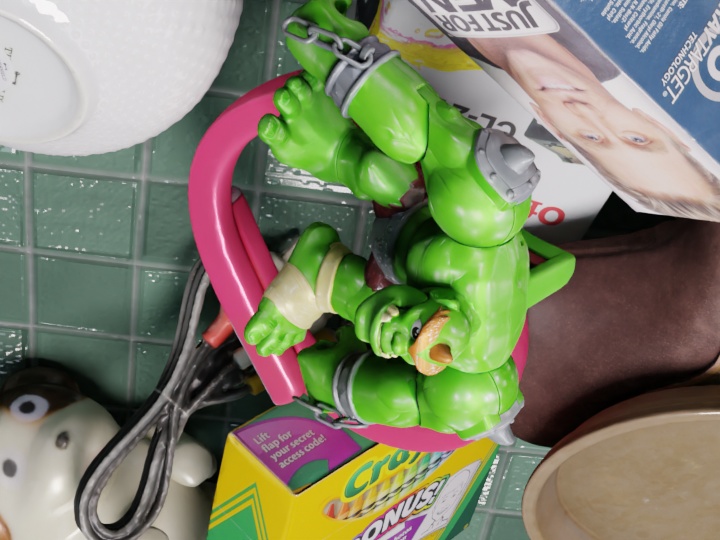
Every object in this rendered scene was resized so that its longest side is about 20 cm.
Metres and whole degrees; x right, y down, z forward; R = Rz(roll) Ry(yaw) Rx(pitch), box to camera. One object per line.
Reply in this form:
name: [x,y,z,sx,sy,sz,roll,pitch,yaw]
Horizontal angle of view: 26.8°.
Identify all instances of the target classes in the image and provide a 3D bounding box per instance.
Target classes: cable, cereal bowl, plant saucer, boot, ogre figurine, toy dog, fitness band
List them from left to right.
cereal bowl: [-0.154,-0.118,0.673,0.197,0.084,0.201,9,147,6]
toy dog: [-0.156,0.145,0.928,0.193,0.140,0.200,7,148,47]
cable: [-0.089,0.062,0.830,0.050,0.200,0.098,12,143,57]
fitness band: [0.000,0.000,0.715,0.142,0.038,0.202,-14,113,29]
ogre figurine: [0.019,-0.007,0.628,0.119,0.098,0.203,23,111,31]
boot: [0.097,0.010,0.719,0.164,0.073,0.201,17,131,-1]
plant saucer: [0.179,0.115,0.747,0.197,0.030,0.201,5,143,4]

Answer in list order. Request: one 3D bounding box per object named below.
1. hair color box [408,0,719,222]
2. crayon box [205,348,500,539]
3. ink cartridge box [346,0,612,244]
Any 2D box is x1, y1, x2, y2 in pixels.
hair color box: [0.089,-0.099,0.589,0.199,0.100,0.061,38,80,-24]
crayon box: [0.002,0.122,0.856,0.058,0.199,0.174,40,137,25]
ink cartridge box: [0.078,-0.121,0.702,0.144,0.083,0.201,16,130,-14]
